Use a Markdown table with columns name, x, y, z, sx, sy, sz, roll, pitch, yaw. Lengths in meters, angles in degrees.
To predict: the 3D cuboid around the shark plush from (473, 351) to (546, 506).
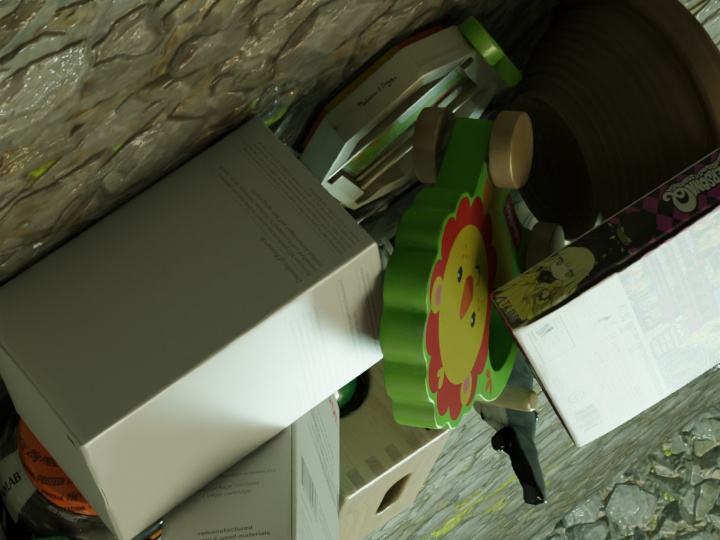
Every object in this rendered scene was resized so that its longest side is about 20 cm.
| name | x | y | z | sx | sy | sz | roll | pitch | yaw |
| --- | --- | --- | --- | --- | --- | --- | --- | --- | --- |
| shark plush | 0.117 | 0.065 | 1.676 | 0.083 | 0.200 | 0.091 | 2 | 138 | -11 |

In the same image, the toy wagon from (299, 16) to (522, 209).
| name | x | y | z | sx | sy | sz | roll | pitch | yaw |
| --- | --- | --- | --- | --- | --- | --- | --- | --- | --- |
| toy wagon | 0.031 | -0.088 | 1.486 | 0.155 | 0.040 | 0.200 | -40 | 166 | 6 |

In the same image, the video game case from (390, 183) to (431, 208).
| name | x | y | z | sx | sy | sz | roll | pitch | yaw |
| --- | --- | --- | --- | --- | --- | --- | --- | --- | --- |
| video game case | 0.098 | -0.059 | 1.767 | 0.182 | 0.022 | 0.200 | -36 | 165 | -11 |

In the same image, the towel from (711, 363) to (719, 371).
| name | x | y | z | sx | sy | sz | roll | pitch | yaw |
| --- | --- | --- | --- | --- | --- | --- | --- | --- | --- |
| towel | 0.208 | -0.047 | 1.606 | 0.024 | 0.147 | 0.201 | -16 | 122 | -15 |

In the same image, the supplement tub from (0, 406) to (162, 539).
| name | x | y | z | sx | sy | sz | roll | pitch | yaw |
| --- | --- | --- | --- | --- | --- | --- | --- | --- | --- |
| supplement tub | -0.171 | 0.137 | 1.506 | 0.122 | 0.123 | 0.200 | -33 | 164 | -20 |

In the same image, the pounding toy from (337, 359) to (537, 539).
| name | x | y | z | sx | sy | sz | roll | pitch | yaw |
| --- | --- | --- | --- | --- | --- | --- | --- | --- | --- |
| pounding toy | -0.005 | 0.096 | 1.659 | 0.142 | 0.184 | 0.200 | -32 | 164 | -24 |

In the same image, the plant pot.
| name | x | y | z | sx | sy | sz | roll | pitch | yaw |
| --- | --- | --- | --- | --- | --- | --- | --- | --- | --- |
| plant pot | 0.158 | -0.080 | 1.512 | 0.093 | 0.201 | 0.201 | -23 | 160 | -24 |

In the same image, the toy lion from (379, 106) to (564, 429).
| name | x | y | z | sx | sy | sz | roll | pitch | yaw |
| --- | --- | --- | --- | --- | --- | --- | --- | --- | --- |
| toy lion | 0.060 | 0.014 | 1.404 | 0.200 | 0.068 | 0.192 | 65 | 36 | -56 |

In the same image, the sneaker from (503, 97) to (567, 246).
| name | x | y | z | sx | sy | sz | roll | pitch | yaw |
| --- | --- | --- | --- | --- | --- | --- | --- | --- | --- |
| sneaker | 0.100 | -0.032 | 1.617 | 0.075 | 0.087 | 0.200 | -31 | -145 | 54 |

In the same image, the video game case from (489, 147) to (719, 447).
| name | x | y | z | sx | sy | sz | roll | pitch | yaw |
| --- | --- | --- | --- | --- | --- | --- | --- | --- | --- |
| video game case | 0.183 | 0.017 | 1.448 | 0.181 | 0.036 | 0.200 | -32 | 151 | 2 |

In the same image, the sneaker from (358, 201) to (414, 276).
| name | x | y | z | sx | sy | sz | roll | pitch | yaw |
| --- | --- | --- | --- | --- | --- | --- | --- | --- | --- |
| sneaker | 0.000 | -0.001 | 1.545 | 0.200 | 0.076 | 0.115 | -35 | -177 | -34 |

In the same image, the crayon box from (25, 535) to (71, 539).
| name | x | y | z | sx | sy | sz | roll | pitch | yaw |
| --- | --- | --- | --- | --- | --- | --- | --- | --- | --- |
| crayon box | -0.241 | 0.219 | 1.468 | 0.199 | 0.058 | 0.119 | -10 | 155 | 22 |

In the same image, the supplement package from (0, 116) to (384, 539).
| name | x | y | z | sx | sy | sz | roll | pitch | yaw |
| --- | --- | --- | --- | --- | --- | --- | --- | --- | --- |
| supplement package | -0.097 | 0.033 | 1.336 | 0.200 | 0.120 | 0.121 | -35 | 150 | -16 |

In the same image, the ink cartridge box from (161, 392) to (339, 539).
| name | x | y | z | sx | sy | sz | roll | pitch | yaw |
| --- | --- | --- | --- | --- | --- | --- | --- | --- | --- |
| ink cartridge box | -0.063 | 0.127 | 1.436 | 0.082 | 0.200 | 0.147 | -7 | 140 | 8 |
